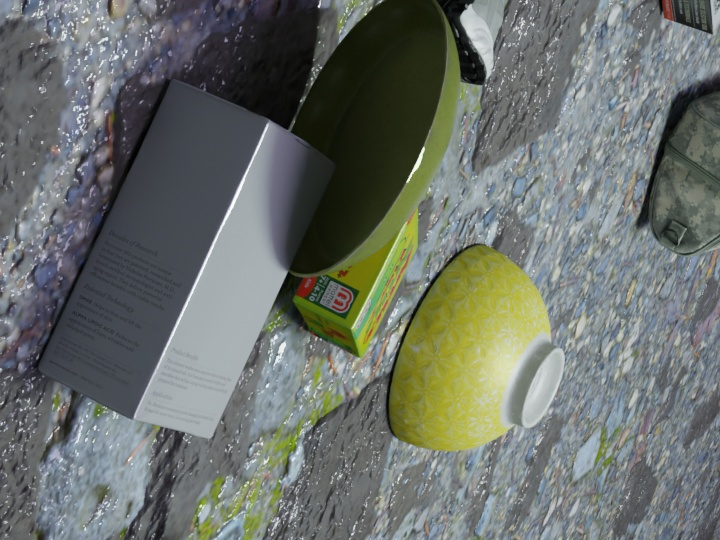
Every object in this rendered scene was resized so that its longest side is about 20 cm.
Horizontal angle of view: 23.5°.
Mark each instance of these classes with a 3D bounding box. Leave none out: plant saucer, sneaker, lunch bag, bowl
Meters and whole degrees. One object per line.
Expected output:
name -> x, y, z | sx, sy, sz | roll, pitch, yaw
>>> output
plant saucer -> 0.007, -0.084, 1.122 | 0.031, 0.200, 0.201 | 23, 91, -27
sneaker -> 0.067, -0.217, 1.263 | 0.200, 0.074, 0.080 | 72, 38, -64
lunch bag -> 0.426, -0.107, 2.014 | 0.200, 0.139, 0.168 | -24, 148, -56
bowl -> 0.122, 0.088, 1.589 | 0.200, 0.107, 0.201 | -45, 148, -38

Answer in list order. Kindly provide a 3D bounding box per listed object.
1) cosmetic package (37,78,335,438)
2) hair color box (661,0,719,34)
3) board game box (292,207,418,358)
cosmetic package -> -0.105, -0.005, 1.079 | 0.201, 0.081, 0.113 | -66, 156, -4
hair color box -> 0.375, -0.354, 1.766 | 0.200, 0.061, 0.102 | -59, 155, -17
board game box -> 0.000, 0.000, 1.261 | 0.102, 0.047, 0.200 | -64, 174, -7
